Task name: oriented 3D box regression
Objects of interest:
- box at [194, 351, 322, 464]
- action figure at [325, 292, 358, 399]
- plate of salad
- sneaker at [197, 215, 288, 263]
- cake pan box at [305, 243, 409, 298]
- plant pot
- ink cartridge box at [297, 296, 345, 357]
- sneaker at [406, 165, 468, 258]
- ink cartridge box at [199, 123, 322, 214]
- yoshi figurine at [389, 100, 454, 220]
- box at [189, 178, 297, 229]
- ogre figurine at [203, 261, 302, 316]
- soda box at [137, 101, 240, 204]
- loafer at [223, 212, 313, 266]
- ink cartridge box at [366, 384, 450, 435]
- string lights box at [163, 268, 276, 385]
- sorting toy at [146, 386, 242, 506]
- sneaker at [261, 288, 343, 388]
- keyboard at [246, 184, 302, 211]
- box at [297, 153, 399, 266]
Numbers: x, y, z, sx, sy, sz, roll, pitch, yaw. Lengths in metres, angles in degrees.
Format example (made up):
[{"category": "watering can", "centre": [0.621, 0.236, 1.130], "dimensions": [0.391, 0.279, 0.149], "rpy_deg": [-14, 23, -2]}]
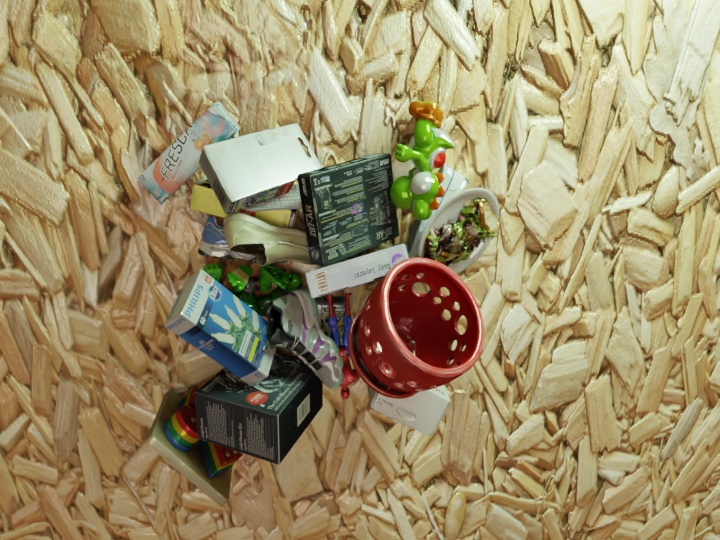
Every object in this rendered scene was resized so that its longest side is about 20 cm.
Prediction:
[{"category": "box", "centre": [-0.190, 0.252, 1.030], "dimensions": [0.176, 0.200, 0.108], "rpy_deg": [8, 110, 18]}, {"category": "action figure", "centre": [-0.037, 0.151, 1.066], "dimensions": [0.063, 0.099, 0.208], "rpy_deg": [-4, 87, -2]}, {"category": "plate of salad", "centre": [0.199, -0.064, 1.030], "dimensions": [0.195, 0.048, 0.205], "rpy_deg": [-20, 134, -22]}, {"category": "sneaker", "centre": [-0.212, -0.056, 1.025], "dimensions": [0.193, 0.075, 0.080], "rpy_deg": [6, 91, -18]}, {"category": "cake pan box", "centre": [0.000, 0.000, 1.001], "dimensions": [0.193, 0.184, 0.054], "rpy_deg": [-16, 92, 2]}, {"category": "plant pot", "centre": [0.083, 0.111, 0.897], "dimensions": [0.196, 0.205, 0.183], "rpy_deg": [26, 141, -12]}, {"category": "ink cartridge box", "centre": [-0.080, 0.159, 1.116], "dimensions": [0.105, 0.051, 0.207], "rpy_deg": [0, 107, -5]}, {"category": "sneaker", "centre": [0.151, -0.100, 1.040], "dimensions": [0.069, 0.073, 0.205], "rpy_deg": [23, 105, -8]}, {"category": "ink cartridge box", "centre": [-0.175, -0.187, 0.947], "dimensions": [0.197, 0.050, 0.111], "rpy_deg": [-26, 81, -35]}, {"category": "yoshi figurine", "centre": [0.099, -0.198, 0.979], "dimensions": [0.109, 0.111, 0.208], "rpy_deg": [3, 94, -21]}, {"category": "box", "centre": [-0.217, -0.121, 1.005], "dimensions": [0.193, 0.076, 0.052], "rpy_deg": [15, 107, -10]}, {"category": "ogre figurine", "centre": [-0.219, 0.044, 1.036], "dimensions": [0.099, 0.197, 0.121], "rpy_deg": [52, 129, 21]}, {"category": "soda box", "centre": [-0.313, -0.216, 0.968], "dimensions": [0.199, 0.069, 0.064], "rpy_deg": [-41, 110, 9]}, {"category": "loafer", "centre": [-0.160, -0.041, 0.968], "dimensions": [0.194, 0.075, 0.071], "rpy_deg": [16, 64, -21]}, {"category": "ink cartridge box", "centre": [0.088, 0.219, 1.069], "dimensions": [0.143, 0.201, 0.086], "rpy_deg": [26, 104, -12]}, {"category": "string lights box", "centre": [-0.242, 0.105, 0.951], "dimensions": [0.058, 0.105, 0.200], "rpy_deg": [-25, 126, 32]}, {"category": "sorting toy", "centre": [-0.321, 0.339, 1.080], "dimensions": [0.069, 0.199, 0.201], "rpy_deg": [-41, 106, 1]}, {"category": "sneaker", "centre": [-0.121, 0.140, 0.979], "dimensions": [0.078, 0.138, 0.204], "rpy_deg": [-42, 71, 39]}, {"category": "keyboard", "centre": [-0.122, -0.140, 0.992], "dimensions": [0.193, 0.058, 0.011], "rpy_deg": [-6, 151, -21]}, {"category": "box", "centre": [-0.016, -0.117, 0.981], "dimensions": [0.197, 0.043, 0.166], "rpy_deg": [-24, 114, -36]}]
